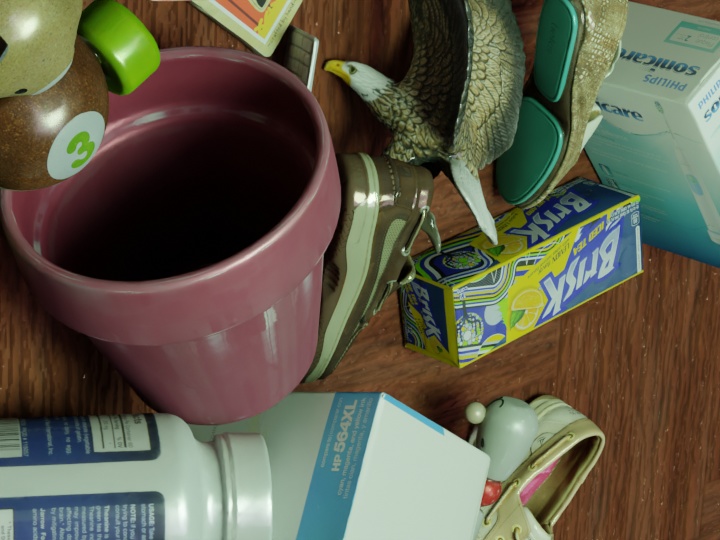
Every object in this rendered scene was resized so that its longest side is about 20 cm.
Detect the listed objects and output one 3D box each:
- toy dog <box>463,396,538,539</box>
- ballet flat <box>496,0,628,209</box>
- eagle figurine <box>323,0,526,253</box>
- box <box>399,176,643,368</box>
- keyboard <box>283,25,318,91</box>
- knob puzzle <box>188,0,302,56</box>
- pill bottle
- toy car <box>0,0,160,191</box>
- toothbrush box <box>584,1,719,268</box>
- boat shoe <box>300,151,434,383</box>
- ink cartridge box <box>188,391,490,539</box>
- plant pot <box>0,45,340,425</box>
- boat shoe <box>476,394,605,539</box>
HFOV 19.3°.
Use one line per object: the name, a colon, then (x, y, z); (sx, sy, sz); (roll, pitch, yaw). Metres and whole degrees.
toy dog: (0.044, 0.176, 1.557); (0.096, 0.132, 0.200); (27, 77, -13)
ballet flat: (0.151, -0.125, 1.521); (0.065, 0.071, 0.200); (-17, 144, -28)
eagle figurine: (0.049, -0.125, 1.430); (0.151, 0.152, 0.200); (28, 91, -25)
box: (0.122, -0.001, 1.584); (0.200, 0.064, 0.070); (-26, 122, -35)
keyboard: (-0.052, -0.060, 1.407); (0.011, 0.056, 0.200); (5, 103, -15)
knob puzzle: (-0.072, -0.257, 1.332); (0.219, 0.030, 0.220); (-17, 116, -37)
pill bottle: (-0.158, 0.143, 1.290); (0.200, 0.111, 0.111); (-1, 109, -12)
toy car: (-0.184, -0.119, 1.139); (0.164, 0.200, 0.158); (-46, 105, -19)
toothbrush box: (0.248, -0.099, 1.606); (0.085, 0.146, 0.200); (-50, 131, -18)
boat shoe: (0.002, 0.005, 1.391); (0.075, 0.075, 0.202); (-3, 143, -20)
ink cartridge box: (-0.039, 0.158, 1.414); (0.128, 0.200, 0.125); (34, 64, -44)
plant pot: (-0.103, -0.008, 1.299); (0.200, 0.200, 0.179); (-43, 145, -23)
boat shoe: (0.120, 0.192, 1.648); (0.074, 0.069, 0.200); (39, 80, -45)
